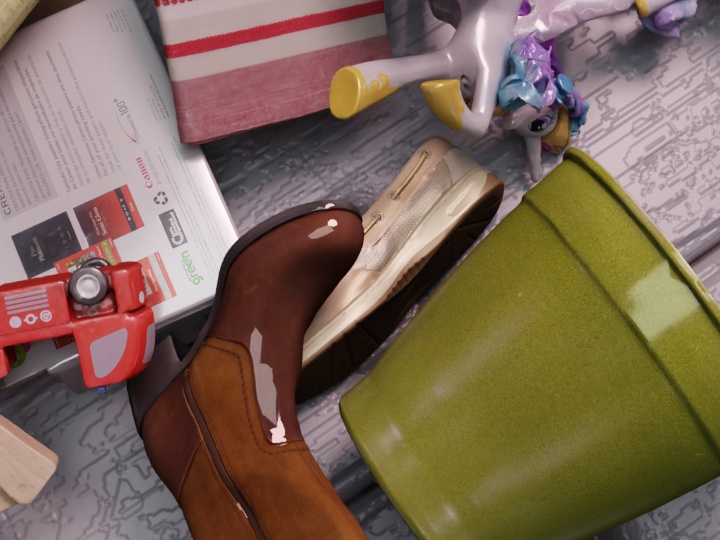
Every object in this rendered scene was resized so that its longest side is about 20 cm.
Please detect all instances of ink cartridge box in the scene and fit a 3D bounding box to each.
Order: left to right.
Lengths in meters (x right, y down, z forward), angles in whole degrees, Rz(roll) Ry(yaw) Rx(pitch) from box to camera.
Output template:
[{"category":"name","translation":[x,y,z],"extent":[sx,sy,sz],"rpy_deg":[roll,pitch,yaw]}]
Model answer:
[{"category":"ink cartridge box","translation":[-0.175,-0.039,0.831],"extent":[0.175,0.084,0.201],"rpy_deg":[-23,78,-5]}]

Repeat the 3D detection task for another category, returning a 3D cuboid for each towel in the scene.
[{"category":"towel","translation":[-0.058,-0.185,0.794],"extent":[0.143,0.023,0.202],"rpy_deg":[-18,106,-28]}]

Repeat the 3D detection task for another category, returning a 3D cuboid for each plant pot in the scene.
[{"category":"plant pot","translation":[0.099,0.070,0.770],"extent":[0.192,0.200,0.201],"rpy_deg":[-36,80,2]}]

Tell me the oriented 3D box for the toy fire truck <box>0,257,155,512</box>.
[{"category":"toy fire truck","translation":[-0.203,0.077,0.744],"extent":[0.198,0.049,0.142],"rpy_deg":[-10,98,-5]}]

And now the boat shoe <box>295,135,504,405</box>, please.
[{"category":"boat shoe","translation":[0.000,0.000,0.837],"extent":[0.065,0.072,0.200],"rpy_deg":[40,76,17]}]

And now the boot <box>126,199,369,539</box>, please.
[{"category":"boot","translation":[-0.035,0.086,0.719],"extent":[0.188,0.068,0.201],"rpy_deg":[-41,52,15]}]

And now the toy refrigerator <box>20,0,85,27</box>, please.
[{"category":"toy refrigerator","translation":[-0.248,-0.210,0.842],"extent":[0.199,0.076,0.070],"rpy_deg":[13,59,-15]}]

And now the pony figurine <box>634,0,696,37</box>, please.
[{"category":"pony figurine","translation":[0.248,-0.231,0.863],"extent":[0.199,0.167,0.194],"rpy_deg":[-27,72,8]}]

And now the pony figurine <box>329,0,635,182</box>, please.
[{"category":"pony figurine","translation":[0.075,-0.158,0.812],"extent":[0.166,0.199,0.195],"rpy_deg":[8,91,39]}]

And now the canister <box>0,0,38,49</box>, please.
[{"category":"canister","translation":[-0.264,-0.146,0.749],"extent":[0.148,0.087,0.200],"rpy_deg":[38,84,-13]}]
